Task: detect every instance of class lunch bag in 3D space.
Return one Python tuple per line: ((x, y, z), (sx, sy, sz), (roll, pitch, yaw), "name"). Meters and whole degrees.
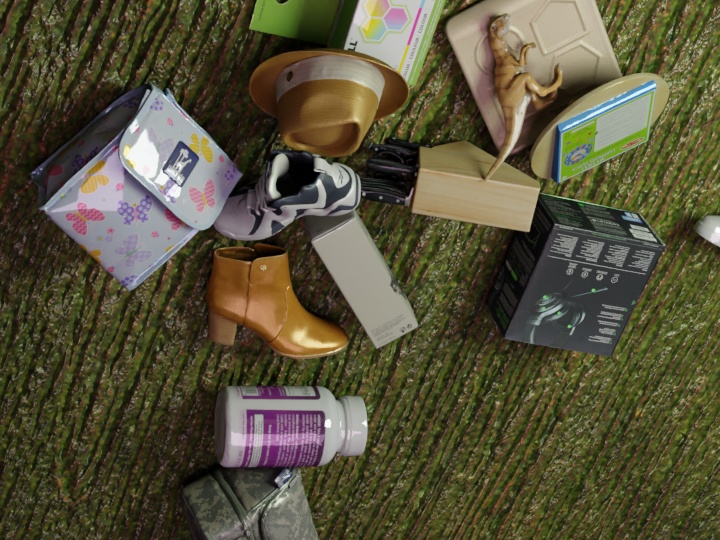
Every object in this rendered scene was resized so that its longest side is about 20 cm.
((-0.265, -0.106, 1.624), (0.200, 0.127, 0.170), (-40, 124, 3), "lunch bag")
((-0.148, 0.368, 1.940), (0.167, 0.139, 0.201), (-26, 126, -17), "lunch bag")

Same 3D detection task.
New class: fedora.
((-0.039, -0.188, 1.599), (0.200, 0.082, 0.201), (3, 160, 1), "fedora")

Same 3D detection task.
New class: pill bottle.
((-0.096, 0.215, 1.867), (0.199, 0.112, 0.113), (2, 120, -15), "pill bottle")

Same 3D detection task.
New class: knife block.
((0.098, -0.103, 1.691), (0.175, 0.200, 0.064), (-18, 130, -39), "knife block")

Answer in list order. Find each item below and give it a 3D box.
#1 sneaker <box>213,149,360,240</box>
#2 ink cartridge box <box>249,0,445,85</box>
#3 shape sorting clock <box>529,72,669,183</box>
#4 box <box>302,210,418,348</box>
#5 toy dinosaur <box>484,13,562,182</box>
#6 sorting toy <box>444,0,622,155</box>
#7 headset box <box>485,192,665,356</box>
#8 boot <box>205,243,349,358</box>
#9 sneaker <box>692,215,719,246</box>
((-0.111, -0.098, 1.644), (0.198, 0.080, 0.130), (-6, 160, 22), "sneaker")
((-0.013, -0.314, 1.587), (0.199, 0.076, 0.148), (9, 118, -20), "ink cartridge box")
((0.303, -0.184, 1.725), (0.199, 0.039, 0.200), (-23, 152, -13), "shape sorting clock")
((0.000, 0.000, 1.780), (0.068, 0.082, 0.200), (-28, 125, 4), "box")
((0.193, -0.215, 1.671), (0.106, 0.060, 0.201), (-6, 97, -4), "toy dinosaur")
((0.221, -0.268, 1.703), (0.185, 0.037, 0.200), (-27, 119, 3), "sorting toy")
((0.288, 0.013, 1.853), (0.173, 0.093, 0.201), (9, 118, -20), "headset box")
((-0.102, 0.037, 1.781), (0.200, 0.071, 0.144), (5, 122, -11), "boot")
((0.560, -0.077, 1.884), (0.199, 0.074, 0.116), (10, 117, -30), "sneaker")
